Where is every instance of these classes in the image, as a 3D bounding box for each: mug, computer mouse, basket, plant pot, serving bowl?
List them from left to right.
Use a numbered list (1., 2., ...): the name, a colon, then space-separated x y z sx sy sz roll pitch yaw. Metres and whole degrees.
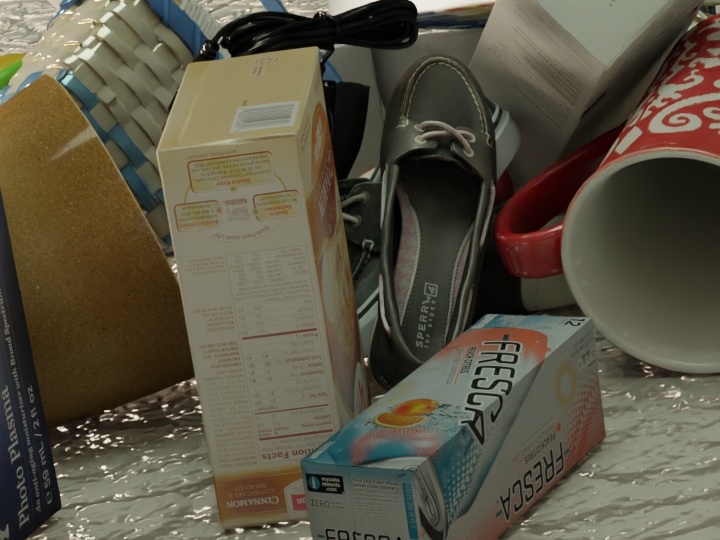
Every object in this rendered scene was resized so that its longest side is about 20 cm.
1. plant pot: -0.215 0.020 1.631 0.199 0.187 0.186 -28 23 -11
2. basket: -0.116 -0.114 1.800 0.200 0.177 0.139 -43 15 -27
3. computer mouse: -0.052 -0.068 1.639 0.140 0.200 0.046 -7 56 -36
4. serving bowl: 0.085 -0.128 2.011 0.199 0.066 0.200 -5 3 0
5. mug: 0.177 -0.059 1.628 0.177 0.134 0.200 18 35 9

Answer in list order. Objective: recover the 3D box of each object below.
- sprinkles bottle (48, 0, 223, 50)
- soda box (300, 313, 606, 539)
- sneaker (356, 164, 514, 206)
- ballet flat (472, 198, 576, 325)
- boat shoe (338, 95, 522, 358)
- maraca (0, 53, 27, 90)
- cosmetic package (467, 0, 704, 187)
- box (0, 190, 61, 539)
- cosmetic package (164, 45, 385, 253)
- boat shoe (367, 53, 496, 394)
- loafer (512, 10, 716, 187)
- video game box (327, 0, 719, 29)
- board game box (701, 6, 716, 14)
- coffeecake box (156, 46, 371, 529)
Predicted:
1. sprinkles bottle: -0.123 -0.147 1.999 0.068 0.200 0.068 -38 24 21
2. soda box: 0.049 0.085 1.442 0.063 0.069 0.200 2 21 29
3. sneaker: 0.000 0.000 1.736 0.199 0.079 0.116 -21 27 5
4. ballet flat: 0.121 -0.018 1.718 0.068 0.068 0.200 14 29 32
5. boat shoe: 0.011 -0.026 1.667 0.200 0.071 0.072 -56 18 -24
6. maraca: -0.220 -0.088 1.992 0.107 0.137 0.200 39 34 22
7. cosmetic package: 0.127 -0.133 1.700 0.113 0.081 0.200 -43 -10 -18
8. box: -0.255 0.068 1.443 0.123 0.201 0.198 1 23 27
9. cosmetic package: -0.088 -0.084 1.937 0.199 0.108 0.085 -16 18 -23
10. boat shoe: 0.042 -0.028 1.605 0.067 0.201 0.057 9 -18 -8
11. loafer: 0.143 -0.111 1.885 0.199 0.067 0.076 -27 56 15
12. video game box: 0.108 -0.184 1.930 0.182 0.047 0.200 -6 2 -39
13. board game box: 0.153 -0.204 2.096 0.199 0.152 0.047 8 24 40
14. coffeecake box: -0.046 0.006 1.514 0.073 0.201 0.154 -7 20 5
